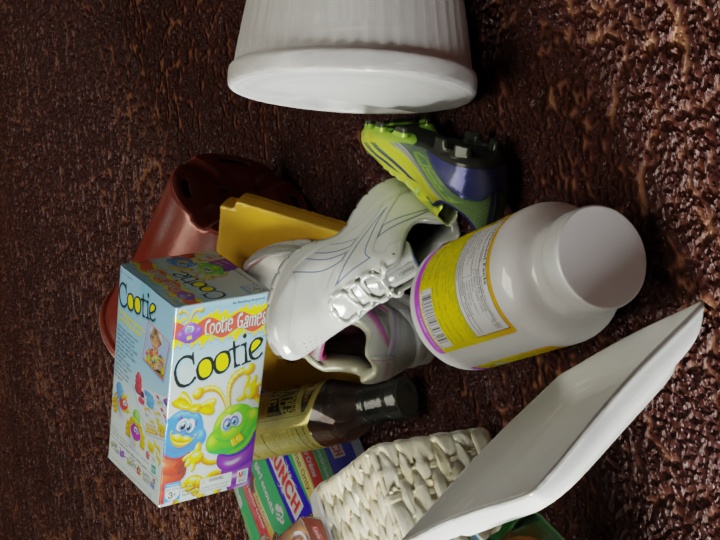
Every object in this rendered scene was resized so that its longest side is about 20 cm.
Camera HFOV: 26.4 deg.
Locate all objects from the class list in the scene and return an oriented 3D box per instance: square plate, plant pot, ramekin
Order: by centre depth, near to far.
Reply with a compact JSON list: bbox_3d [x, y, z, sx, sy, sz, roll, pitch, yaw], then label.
[{"bbox_3d":[0.135,0.114,1.057,0.028,0.200,0.198,49,150,-1],"label":"square plate"},{"bbox_3d":[-0.005,-0.187,1.232,0.202,0.202,0.094,-6,81,64],"label":"ramekin"},{"bbox_3d":[-0.150,-0.002,1.593,0.201,0.201,0.195,59,137,39],"label":"plant pot"}]

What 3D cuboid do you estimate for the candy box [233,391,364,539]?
[{"bbox_3d":[-0.061,0.224,1.587,0.169,0.077,0.200,68,149,28],"label":"candy box"}]

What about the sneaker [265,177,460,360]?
[{"bbox_3d":[0.000,0.000,1.290,0.087,0.200,0.075,24,155,48],"label":"sneaker"}]

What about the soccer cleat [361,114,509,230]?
[{"bbox_3d":[0.055,-0.081,1.278,0.200,0.065,0.084,28,124,58],"label":"soccer cleat"}]

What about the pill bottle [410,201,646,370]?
[{"bbox_3d":[0.122,0.010,1.123,0.200,0.104,0.104,-24,76,63],"label":"pill bottle"}]

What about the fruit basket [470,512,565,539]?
[{"bbox_3d":[0.140,0.253,1.083,0.185,0.094,0.200,45,180,-10],"label":"fruit basket"}]

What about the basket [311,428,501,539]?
[{"bbox_3d":[0.063,0.241,1.265,0.123,0.135,0.200,-50,53,52],"label":"basket"}]

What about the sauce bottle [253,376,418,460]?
[{"bbox_3d":[-0.037,0.135,1.450,0.200,0.066,0.066,-16,82,31],"label":"sauce bottle"}]

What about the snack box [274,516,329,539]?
[{"bbox_3d":[-0.027,0.303,1.239,0.072,0.024,0.200,-46,53,34],"label":"snack box"}]

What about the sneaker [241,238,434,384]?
[{"bbox_3d":[-0.032,0.037,1.375,0.200,0.088,0.081,24,123,26],"label":"sneaker"}]

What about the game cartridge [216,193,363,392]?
[{"bbox_3d":[-0.058,0.035,1.466,0.176,0.032,0.200,18,120,16],"label":"game cartridge"}]

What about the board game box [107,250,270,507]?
[{"bbox_3d":[-0.159,0.097,1.414,0.105,0.103,0.200,33,124,46],"label":"board game box"}]
